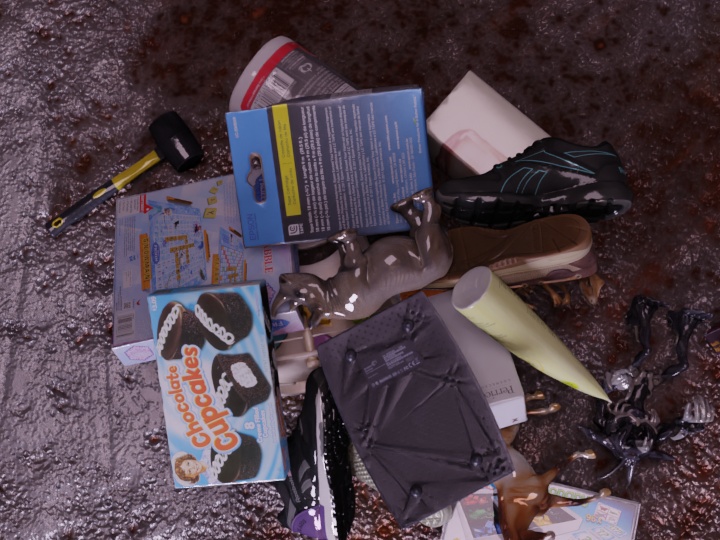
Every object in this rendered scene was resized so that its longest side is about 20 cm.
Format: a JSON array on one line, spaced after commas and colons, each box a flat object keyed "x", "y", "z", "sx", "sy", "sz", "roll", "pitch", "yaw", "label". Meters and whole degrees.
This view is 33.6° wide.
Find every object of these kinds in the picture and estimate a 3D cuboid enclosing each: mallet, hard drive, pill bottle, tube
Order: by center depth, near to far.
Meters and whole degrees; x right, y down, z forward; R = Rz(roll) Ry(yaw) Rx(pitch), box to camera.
[{"x": 0.053, "y": 0.135, "z": 1.161, "sx": 0.134, "sy": 0.042, "sz": 0.201, "roll": -28, "pitch": 70, "yaw": 3, "label": "hard drive"}, {"x": 0.171, "y": 0.071, "z": 1.188, "sx": 0.052, "sy": 0.200, "sz": 0.058, "roll": -32, "pitch": 36, "yaw": 29, "label": "tube"}, {"x": -0.036, "y": -0.159, "z": 1.308, "sx": 0.200, "sy": 0.111, "sz": 0.111, "roll": 36, "pitch": 85, "yaw": 8, "label": "pill bottle"}, {"x": -0.277, "y": -0.110, "z": 1.355, "sx": 0.199, "sy": 0.041, "sz": 0.066, "roll": -28, "pitch": 80, "yaw": 3, "label": "mallet"}]

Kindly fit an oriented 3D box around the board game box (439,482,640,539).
[{"x": 0.186, "y": 0.286, "z": 1.263, "sx": 0.199, "sy": 0.035, "sz": 0.127, "roll": 13, "pitch": 80, "yaw": 5, "label": "board game box"}]

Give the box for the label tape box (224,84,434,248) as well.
[{"x": -0.028, "y": -0.108, "z": 1.221, "sx": 0.199, "sy": 0.063, "sz": 0.145, "roll": -6, "pitch": 104, "yaw": 2, "label": "label tape box"}]

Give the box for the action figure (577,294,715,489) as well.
[{"x": 0.302, "y": 0.129, "z": 1.250, "sx": 0.118, "sy": 0.102, "sz": 0.201, "roll": 17, "pitch": 81, "yaw": -6, "label": "action figure"}]

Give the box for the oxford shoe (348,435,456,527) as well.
[{"x": 0.028, "y": 0.194, "z": 1.270, "sx": 0.200, "sy": 0.075, "sz": 0.058, "roll": 35, "pitch": 47, "yaw": 24, "label": "oxford shoe"}]

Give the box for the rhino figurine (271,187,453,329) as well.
[{"x": 0.000, "y": 0.000, "z": 1.176, "sx": 0.199, "sy": 0.060, "sz": 0.088, "roll": -27, "pitch": 93, "yaw": 3, "label": "rhino figurine"}]

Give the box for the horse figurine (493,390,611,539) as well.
[{"x": 0.168, "y": 0.195, "z": 1.244, "sx": 0.132, "sy": 0.050, "sz": 0.200, "roll": -23, "pitch": 62, "yaw": -16, "label": "horse figurine"}]

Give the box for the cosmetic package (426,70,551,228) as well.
[{"x": 0.165, "y": -0.110, "z": 1.294, "sx": 0.200, "sy": 0.103, "sz": 0.087, "roll": 41, "pitch": 85, "yaw": 10, "label": "cosmetic package"}]

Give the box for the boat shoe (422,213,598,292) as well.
[{"x": 0.142, "y": -0.002, "z": 1.208, "sx": 0.199, "sy": 0.072, "sz": 0.072, "roll": -12, "pitch": 45, "yaw": 19, "label": "boat shoe"}]

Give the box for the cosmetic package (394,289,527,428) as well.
[{"x": 0.098, "y": 0.071, "z": 1.253, "sx": 0.101, "sy": 0.071, "sz": 0.201, "roll": -17, "pitch": 61, "yaw": 1, "label": "cosmetic package"}]

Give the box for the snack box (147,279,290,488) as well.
[{"x": -0.141, "y": 0.114, "z": 1.195, "sx": 0.115, "sy": 0.037, "sz": 0.201, "roll": -6, "pitch": 99, "yaw": 8, "label": "snack box"}]

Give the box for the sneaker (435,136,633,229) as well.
[{"x": 0.174, "y": -0.089, "z": 1.212, "sx": 0.199, "sy": 0.075, "sz": 0.080, "roll": -2, "pitch": 70, "yaw": -5, "label": "sneaker"}]

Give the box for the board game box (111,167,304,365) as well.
[{"x": -0.165, "y": -0.009, "z": 1.279, "sx": 0.198, "sy": 0.041, "sz": 0.201, "roll": -11, "pitch": 55, "yaw": 7, "label": "board game box"}]

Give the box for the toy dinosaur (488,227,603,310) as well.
[{"x": 0.176, "y": -0.015, "z": 1.274, "sx": 0.200, "sy": 0.107, "sz": 0.060, "roll": 31, "pitch": 42, "yaw": 25, "label": "toy dinosaur"}]

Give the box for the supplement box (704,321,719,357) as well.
[{"x": 0.461, "y": 0.118, "z": 1.236, "sx": 0.085, "sy": 0.110, "sz": 0.200, "roll": -35, "pitch": 81, "yaw": -3, "label": "supplement box"}]

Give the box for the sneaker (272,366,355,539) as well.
[{"x": -0.060, "y": 0.193, "z": 1.239, "sx": 0.087, "sy": 0.076, "sz": 0.201, "roll": 6, "pitch": 113, "yaw": 19, "label": "sneaker"}]

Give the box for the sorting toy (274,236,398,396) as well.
[{"x": -0.051, "y": 0.033, "z": 1.291, "sx": 0.199, "sy": 0.107, "sz": 0.181, "roll": -11, "pitch": 70, "yaw": 7, "label": "sorting toy"}]
